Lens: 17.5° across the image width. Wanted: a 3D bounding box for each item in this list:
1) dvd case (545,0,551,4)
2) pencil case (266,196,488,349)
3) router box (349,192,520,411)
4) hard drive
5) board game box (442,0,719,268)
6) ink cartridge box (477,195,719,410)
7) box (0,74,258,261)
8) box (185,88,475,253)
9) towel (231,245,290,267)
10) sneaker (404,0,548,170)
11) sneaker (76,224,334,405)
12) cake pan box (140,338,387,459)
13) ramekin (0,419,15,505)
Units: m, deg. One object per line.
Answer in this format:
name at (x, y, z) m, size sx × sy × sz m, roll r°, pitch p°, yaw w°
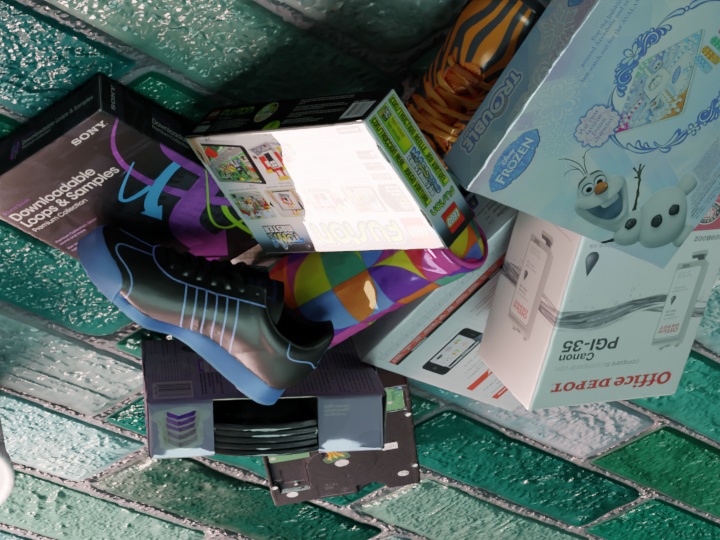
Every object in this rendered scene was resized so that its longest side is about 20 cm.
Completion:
dvd case at (0.183, -0.171, 1.611) m, size 0.145 × 0.022 × 0.200 m, roll -12°, pitch 148°, yaw 4°
pencil case at (0.000, 0.000, 1.751) m, size 0.200 × 0.089 × 0.088 m, roll -26°, pitch 146°, yaw 32°
router box at (0.117, 0.015, 1.840) m, size 0.179 × 0.049 × 0.200 m, roll 21°, pitch 126°, yaw -41°
hard drive at (-0.021, 0.142, 2.066) m, size 0.139 × 0.038 × 0.200 m, roll -10°, pitch 150°, yaw 0°
board game box at (0.186, -0.115, 1.570) m, size 0.199 × 0.043 × 0.200 m, roll 19°, pitch 114°, yaw -39°
ink cartridge box at (0.188, -0.002, 1.742) m, size 0.146 × 0.083 × 0.201 m, roll -4°, pitch 124°, yaw -30°
box at (-0.165, -0.054, 1.683) m, size 0.143 × 0.036 × 0.200 m, roll -30°, pitch 138°, yaw 30°
box at (-0.024, -0.064, 1.585) m, size 0.200 × 0.035 × 0.110 m, roll 0°, pitch 131°, yaw 50°
towel at (-0.030, -0.008, 1.826) m, size 0.146 × 0.024 × 0.200 m, roll -4°, pitch 148°, yaw -4°
sneaker at (0.062, -0.106, 1.583) m, size 0.077 × 0.112 × 0.200 m, roll 37°, pitch 143°, yaw 7°
sneaker at (-0.109, 0.016, 1.695) m, size 0.200 × 0.070 × 0.078 m, roll 36°, pitch 115°, yaw -26°
cake pan box at (-0.079, 0.096, 1.837) m, size 0.183 × 0.053 × 0.200 m, roll -4°, pitch -167°, yaw -7°
ramekin at (-0.383, 0.135, 1.892) m, size 0.200 × 0.098 × 0.201 m, roll -7°, pitch 150°, yaw -4°
